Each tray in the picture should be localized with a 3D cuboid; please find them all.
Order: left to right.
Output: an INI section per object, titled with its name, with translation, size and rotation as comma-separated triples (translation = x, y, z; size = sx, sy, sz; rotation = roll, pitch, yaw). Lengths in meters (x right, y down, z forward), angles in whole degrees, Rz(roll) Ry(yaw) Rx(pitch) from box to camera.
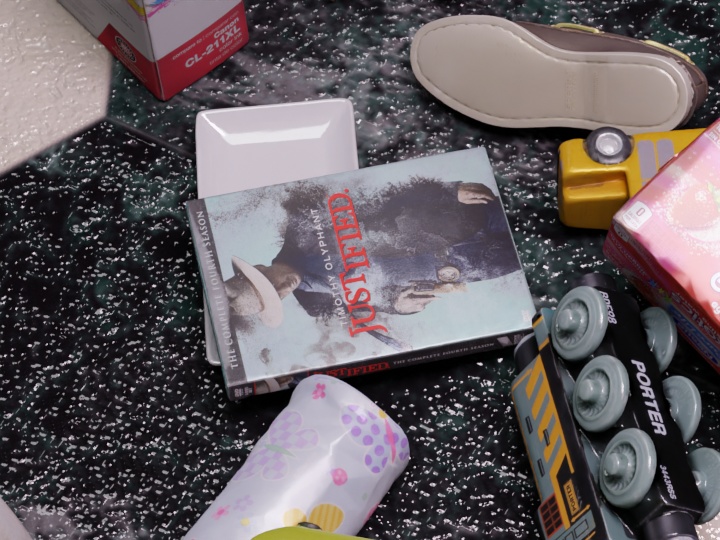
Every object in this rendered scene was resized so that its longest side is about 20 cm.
[tray]
translation = -0.050, -0.023, 1.659
size = 0.107, 0.022, 0.200
rotation = -6, 57, 1

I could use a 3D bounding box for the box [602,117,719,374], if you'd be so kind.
[box]
translation = 0.246, 0.017, 1.528
size = 0.095, 0.100, 0.200
rotation = -42, 80, -8

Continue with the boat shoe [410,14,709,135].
[boat shoe]
translation = 0.131, -0.131, 1.696
size = 0.200, 0.072, 0.060
rotation = 11, 16, 25

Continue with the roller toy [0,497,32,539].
[roller toy]
translation = -0.285, 0.168, 1.451
size = 0.200, 0.183, 0.140
rotation = 35, 66, 23

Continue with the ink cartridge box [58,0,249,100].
[ink cartridge box]
translation = -0.155, -0.233, 1.696
size = 0.083, 0.200, 0.146
rotation = -35, 62, -18

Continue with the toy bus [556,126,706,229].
[toy bus]
translation = 0.228, -0.048, 1.633
size = 0.200, 0.065, 0.078
rotation = -5, 59, 0

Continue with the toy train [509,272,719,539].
[toy train]
translation = 0.144, 0.099, 1.515
size = 0.085, 0.114, 0.200
rotation = 15, 44, -34

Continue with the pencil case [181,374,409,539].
[pencil case]
translation = -0.056, 0.155, 1.507
size = 0.091, 0.083, 0.200
rotation = 5, 48, 52

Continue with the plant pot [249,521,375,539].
[plant pot]
translation = 0.007, 0.257, 1.373
size = 0.199, 0.200, 0.182
rotation = 10, 52, 10

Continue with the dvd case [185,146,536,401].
[dvd case]
translation = 0.000, 0.000, 1.615
size = 0.200, 0.022, 0.146
rotation = -11, 57, -6
